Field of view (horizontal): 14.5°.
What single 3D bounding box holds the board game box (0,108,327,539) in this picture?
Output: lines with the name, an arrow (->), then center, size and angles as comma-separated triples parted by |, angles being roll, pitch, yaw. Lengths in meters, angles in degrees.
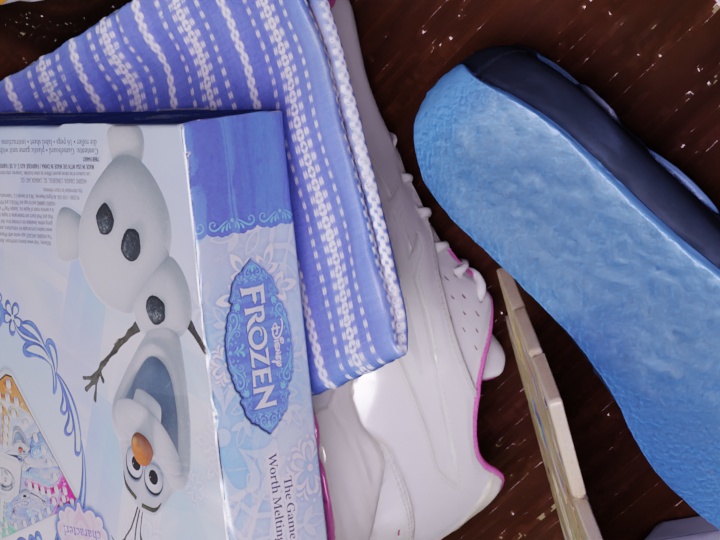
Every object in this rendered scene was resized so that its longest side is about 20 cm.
board game box -> -0.089, 0.049, 0.917 | 0.200, 0.043, 0.200 | 4, 102, 51

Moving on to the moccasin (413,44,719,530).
moccasin -> 0.104, 0.004, 0.871 | 0.080, 0.068, 0.200 | -33, 100, 31

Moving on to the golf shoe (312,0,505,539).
golf shoe -> 0.000, 0.000, 0.931 | 0.075, 0.091, 0.201 | 15, 110, 61

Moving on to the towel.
towel -> -0.061, -0.019, 0.910 | 0.200, 0.024, 0.145 | -24, 79, 53

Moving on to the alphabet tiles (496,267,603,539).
alphabet tiles -> 0.077, 0.105, 0.898 | 0.006, 0.167, 0.201 | -16, 114, 0

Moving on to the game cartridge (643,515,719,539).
game cartridge -> 0.173, 0.168, 0.953 | 0.133, 0.040, 0.200 | -13, 111, 38

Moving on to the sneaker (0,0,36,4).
sneaker -> -0.128, -0.178, 0.881 | 0.078, 0.079, 0.200 | -10, 112, 34
